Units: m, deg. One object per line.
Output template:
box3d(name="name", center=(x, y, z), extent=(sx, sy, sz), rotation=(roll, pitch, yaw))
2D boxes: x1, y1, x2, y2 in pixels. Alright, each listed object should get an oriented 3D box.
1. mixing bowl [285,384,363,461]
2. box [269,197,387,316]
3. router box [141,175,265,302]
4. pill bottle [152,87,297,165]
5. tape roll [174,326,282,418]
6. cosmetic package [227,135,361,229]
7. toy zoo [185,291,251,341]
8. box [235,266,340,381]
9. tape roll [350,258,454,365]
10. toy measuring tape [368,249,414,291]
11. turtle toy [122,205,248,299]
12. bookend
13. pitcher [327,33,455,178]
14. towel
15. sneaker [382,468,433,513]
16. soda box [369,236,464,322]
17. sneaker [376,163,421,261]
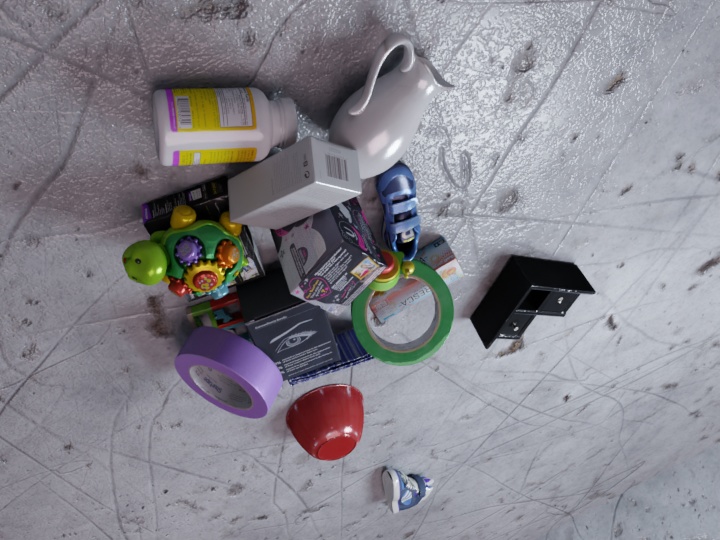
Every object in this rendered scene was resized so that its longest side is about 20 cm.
box3d(name="mixing bowl", center=(-0.069, 0.374, 1.645), extent=(0.196, 0.109, 0.202), rotation=(-14, 137, -13))
box3d(name="box", center=(-0.063, -0.052, 1.150), extent=(0.132, 0.202, 0.114), rotation=(-43, 133, 20))
box3d(name="router box", center=(-0.259, -0.048, 1.173), extent=(0.147, 0.052, 0.202), rotation=(-19, 137, -4))
box3d(name="pill bottle", center=(-0.194, -0.208, 1.004), extent=(0.196, 0.105, 0.105), rotation=(-6, 135, -20))
box3d(name="tape roll", center=(-0.246, 0.193, 1.304), extent=(0.197, 0.066, 0.202), rotation=(20, 146, 14))
box3d(name="cosmetic package", center=(-0.103, -0.126, 1.052), extent=(0.198, 0.073, 0.100), rotation=(-18, 163, 41))
box3d(name="toy zoo", center=(-0.225, 0.091, 1.352), extent=(0.196, 0.021, 0.133), rotation=(-18, 137, -8))
box3d(name="box", center=(-0.133, 0.098, 1.309), extent=(0.145, 0.105, 0.202), rotation=(-19, 137, -6))
box3d(name="tape roll", center=(0.079, 0.078, 1.336), extent=(0.196, 0.048, 0.205), rotation=(0, 99, -3))
box3d(name="toy measuring tape", center=(0.000, 0.000, 1.248), extent=(0.196, 0.074, 0.074), rotation=(1, 135, -4))
box3d(name="turtle toy", center=(-0.269, -0.016, 1.086), extent=(0.196, 0.102, 0.147), rotation=(5, 130, -25))
box3d(name="bookend", center=(0.385, 0.080, 1.573), extent=(0.195, 0.093, 0.202), rotation=(6, 131, -30))
box3d(name="pitcher", center=(0.030, -0.248, 1.052), extent=(0.200, 0.122, 0.171), rotation=(-46, 148, 14))
box3d(name="towel", center=(-0.063, 0.167, 1.423), extent=(0.196, 0.145, 0.024), rotation=(-17, 112, -8))
box3d(name="sneaker", center=(0.143, 0.612, 2.013), extent=(0.144, 0.081, 0.202), rotation=(-21, 135, -17))
box3d(name="soda box", center=(0.103, 0.020, 1.399), extent=(0.198, 0.069, 0.064), rotation=(-29, 138, 6))
box3d(name="sneaker", center=(0.075, -0.102, 1.254), extent=(0.073, 0.083, 0.202), rotation=(-16, 136, -6))
